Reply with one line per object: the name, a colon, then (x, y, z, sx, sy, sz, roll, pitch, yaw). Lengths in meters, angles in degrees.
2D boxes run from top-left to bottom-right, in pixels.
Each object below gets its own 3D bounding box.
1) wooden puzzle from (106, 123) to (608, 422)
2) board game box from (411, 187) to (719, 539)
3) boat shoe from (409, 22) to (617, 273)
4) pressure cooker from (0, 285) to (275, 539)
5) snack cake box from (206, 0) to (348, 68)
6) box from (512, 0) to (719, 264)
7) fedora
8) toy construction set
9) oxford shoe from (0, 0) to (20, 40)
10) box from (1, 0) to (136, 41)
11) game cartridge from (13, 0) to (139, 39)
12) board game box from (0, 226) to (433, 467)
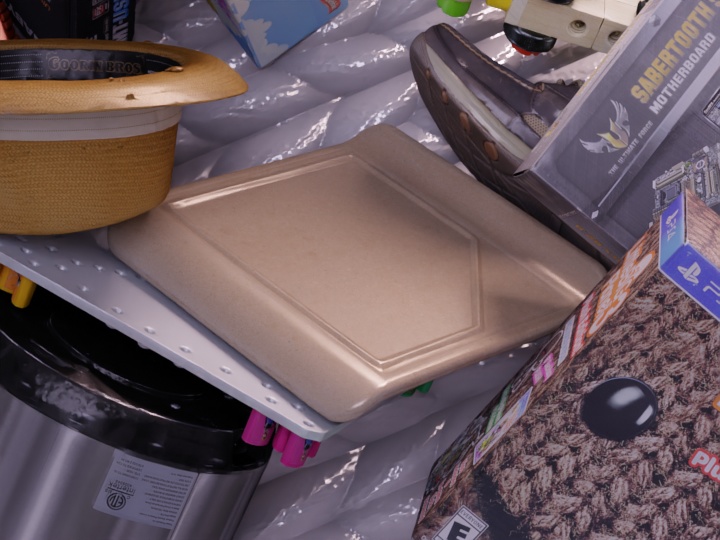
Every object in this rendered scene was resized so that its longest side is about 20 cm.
wooden puzzle: (0.000, 0.000, 1.156, 0.200, 0.037, 0.185, -23, 46, -41)
board game box: (0.151, 0.093, 1.090, 0.159, 0.097, 0.200, 39, 108, -4)
boat shoe: (0.110, -0.063, 1.213, 0.073, 0.075, 0.200, -42, 82, -13)
pressure cooker: (-0.155, 0.125, 1.136, 0.176, 0.179, 0.200, 27, 103, 11)
snack cake box: (-0.075, -0.200, 1.201, 0.067, 0.200, 0.115, -35, 73, -4)
box: (0.200, -0.076, 1.146, 0.158, 0.048, 0.200, 38, 85, -4)
fedora: (-0.155, -0.065, 1.111, 0.200, 0.201, 0.082, 3, 104, 10)
toy construction set: (0.126, -0.169, 1.222, 0.200, 0.092, 0.131, 5, 40, 3)
oxford shoe: (-0.210, -0.075, 1.228, 0.072, 0.071, 0.200, -12, 97, -2)
box: (-0.189, -0.220, 1.194, 0.050, 0.199, 0.200, -31, 73, -22)
game cartridge: (-0.230, -0.132, 1.297, 0.130, 0.038, 0.200, 40, 85, 20)
board game box: (-0.072, 0.024, 1.155, 0.200, 0.200, 0.026, 29, 107, 15)
